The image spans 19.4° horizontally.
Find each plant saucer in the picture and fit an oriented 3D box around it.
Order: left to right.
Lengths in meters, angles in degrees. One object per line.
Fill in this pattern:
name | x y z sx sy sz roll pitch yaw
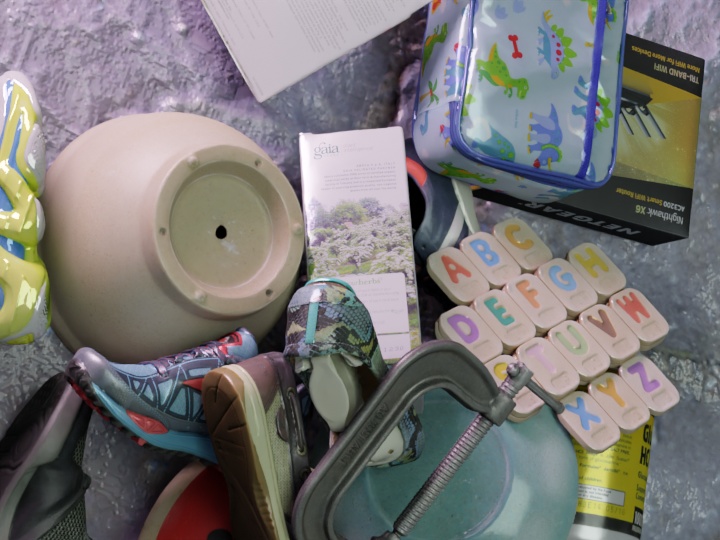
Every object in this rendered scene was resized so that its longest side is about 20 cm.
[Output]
plant saucer | 0.057 0.148 1.515 0.199 0.039 0.203 -2 72 7

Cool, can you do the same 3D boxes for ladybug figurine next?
ladybug figurine | -0.092 0.208 1.499 0.136 0.072 0.201 49 47 -28

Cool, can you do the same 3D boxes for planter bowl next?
planter bowl | -0.120 -0.022 1.498 0.199 0.134 0.203 4 81 -30

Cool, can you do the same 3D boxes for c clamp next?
c clamp | 0.045 0.131 1.424 0.200 0.027 0.171 -48 137 -5

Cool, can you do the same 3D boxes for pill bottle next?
pill bottle | 0.175 0.123 1.664 0.112 0.112 0.202 14 77 -28

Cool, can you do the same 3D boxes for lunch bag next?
lunch bag | 0.130 -0.161 1.630 0.160 0.082 0.202 16 74 -27

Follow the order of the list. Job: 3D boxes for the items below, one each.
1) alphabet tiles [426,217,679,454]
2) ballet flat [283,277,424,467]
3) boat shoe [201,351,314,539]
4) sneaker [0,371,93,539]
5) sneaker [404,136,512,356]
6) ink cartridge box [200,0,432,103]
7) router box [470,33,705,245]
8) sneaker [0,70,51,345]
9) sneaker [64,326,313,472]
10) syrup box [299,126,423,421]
alphabet tiles | 0.146 0.043 1.576 0.199 0.015 0.196 -24 66 -44
ballet flat | -0.008 0.090 1.417 0.074 0.074 0.201 -54 141 -24
boat shoe | -0.052 0.151 1.418 0.064 0.073 0.202 -23 117 -28
sneaker | -0.207 0.176 1.459 0.114 0.076 0.201 24 76 -27
sneaker | 0.059 -0.004 1.637 0.084 0.075 0.202 -21 85 -34
ink cartridge box | -0.018 -0.222 1.580 0.199 0.050 0.110 -29 100 0
router box | 0.186 -0.120 1.734 0.198 0.052 0.159 13 77 -28
sneaker | -0.268 -0.046 1.450 0.104 0.076 0.202 -2 66 -10
sneaker | -0.114 0.075 1.443 0.199 0.079 0.096 24 96 -41
syrup box | 0.000 0.000 1.526 0.078 0.082 0.202 -4 59 0
